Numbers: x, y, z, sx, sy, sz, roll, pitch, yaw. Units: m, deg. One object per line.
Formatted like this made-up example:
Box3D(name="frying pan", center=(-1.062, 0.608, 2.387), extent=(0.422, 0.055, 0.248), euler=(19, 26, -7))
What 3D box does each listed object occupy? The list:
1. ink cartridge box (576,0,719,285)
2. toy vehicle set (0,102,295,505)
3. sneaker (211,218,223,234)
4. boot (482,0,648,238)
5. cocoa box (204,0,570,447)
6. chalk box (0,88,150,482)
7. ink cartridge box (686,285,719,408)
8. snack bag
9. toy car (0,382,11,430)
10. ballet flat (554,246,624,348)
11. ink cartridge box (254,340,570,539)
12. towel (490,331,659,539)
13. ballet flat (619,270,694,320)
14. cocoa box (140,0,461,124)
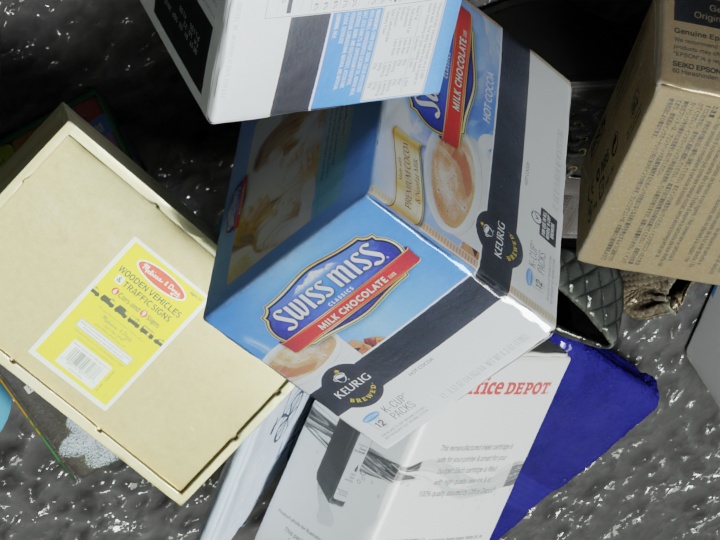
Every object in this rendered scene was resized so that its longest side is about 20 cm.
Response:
Box3D(name="ink cartridge box", center=(0.222, -0.069, 1.697), extent=(0.164, 0.076, 0.200), euler=(9, 150, -6))
Box3D(name="toy vehicle set", center=(-0.126, 0.021, 1.591), extent=(0.124, 0.027, 0.200), euler=(-45, 115, 8))
Box3D(name="sneaker", center=(0.000, 0.000, 1.718), extent=(0.200, 0.131, 0.080), euler=(-32, 171, -49))
Box3D(name="boot", center=(0.129, -0.079, 1.812), extent=(0.199, 0.070, 0.175), euler=(0, 140, -21))
Box3D(name="cocoa box", center=(0.017, -0.039, 1.577), extent=(0.131, 0.201, 0.133), euler=(36, 128, -24))
Box3D(name="chalk box", center=(-0.161, -0.003, 1.673), extent=(0.124, 0.124, 0.200), euler=(-28, 139, -1))
Box3D(name="ink cartridge box", center=(0.347, 0.044, 2.019), extent=(0.199, 0.126, 0.129), euler=(-5, 134, -25))
Box3D(name="snack bag", center=(-0.047, 0.079, 1.810), extent=(0.200, 0.021, 0.189), euler=(-52, 168, -51))
Box3D(name="toy car", center=(-0.303, 0.101, 1.606), extent=(0.176, 0.201, 0.184), euler=(-15, 140, 22))
Box3D(name="ballet flat", center=(0.092, 0.011, 1.853), extent=(0.199, 0.057, 0.066), euler=(7, 154, -39))
Box3D(name="ink cartridge box", center=(0.029, 0.121, 1.866), extent=(0.144, 0.084, 0.201), euler=(4, 114, -56))
Box3D(name="towel", center=(0.091, 0.112, 2.004), extent=(0.200, 0.050, 0.147), euler=(-40, 142, 15))
Box3D(name="ballet flat", center=(0.243, -0.037, 1.934), extent=(0.200, 0.046, 0.067), euler=(-42, 139, 14))
Box3D(name="cocoa box", center=(-0.042, -0.189, 1.488), extent=(0.130, 0.200, 0.134), euler=(-8, 135, -24))
